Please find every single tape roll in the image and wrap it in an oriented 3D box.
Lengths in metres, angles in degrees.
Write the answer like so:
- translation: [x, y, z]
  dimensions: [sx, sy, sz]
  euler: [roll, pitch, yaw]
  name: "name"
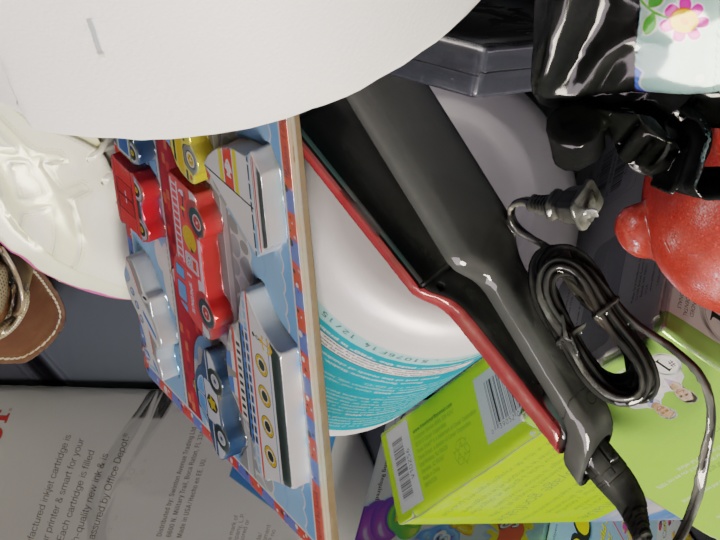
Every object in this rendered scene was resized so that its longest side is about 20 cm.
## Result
- translation: [-0.047, -0.134, 0.688]
  dimensions: [0.201, 0.203, 0.071]
  euler: [3, 141, 17]
  name: "tape roll"

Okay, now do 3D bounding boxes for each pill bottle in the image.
- translation: [0.000, 0.000, 0.897]
  dimensions: [0.110, 0.111, 0.200]
  euler: [24, 157, -10]
  name: "pill bottle"

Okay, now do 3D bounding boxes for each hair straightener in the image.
- translation: [0.053, 0.005, 0.759]
  dimensions: [0.201, 0.041, 0.077]
  euler: [57, 137, 5]
  name: "hair straightener"

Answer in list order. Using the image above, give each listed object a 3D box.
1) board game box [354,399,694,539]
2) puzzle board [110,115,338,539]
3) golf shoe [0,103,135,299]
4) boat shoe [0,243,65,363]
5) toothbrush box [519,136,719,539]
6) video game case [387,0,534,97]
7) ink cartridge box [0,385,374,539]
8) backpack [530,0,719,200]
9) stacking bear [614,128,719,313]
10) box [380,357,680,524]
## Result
- translation: [0.092, 0.156, 1.083]
  dimensions: [0.102, 0.105, 0.200]
  euler: [-10, 135, 31]
  name: "board game box"
- translation: [-0.058, -0.007, 0.858]
  dimensions: [0.151, 0.017, 0.201]
  euler: [42, 145, 48]
  name: "puzzle board"
- translation: [-0.123, -0.061, 0.919]
  dimensions: [0.091, 0.076, 0.200]
  euler: [-23, 129, 36]
  name: "golf shoe"
- translation: [-0.176, 0.006, 0.972]
  dimensions: [0.072, 0.076, 0.200]
  euler: [43, -179, 27]
  name: "boat shoe"
- translation: [0.171, 0.030, 0.858]
  dimensions: [0.199, 0.146, 0.086]
  euler: [30, 141, -19]
  name: "toothbrush box"
- translation: [-0.014, -0.090, 0.758]
  dimensions: [0.199, 0.143, 0.019]
  euler: [16, 105, 28]
  name: "video game case"
- translation: [-0.105, 0.137, 1.098]
  dimensions: [0.198, 0.147, 0.086]
  euler: [0, 142, 22]
  name: "ink cartridge box"
- translation: [0.153, -0.098, 0.643]
  dimensions: [0.198, 0.167, 0.128]
  euler: [3, 120, 12]
  name: "backpack"
- translation: [0.181, -0.003, 0.752]
  dimensions: [0.199, 0.115, 0.121]
  euler: [20, 145, -22]
  name: "stacking bear"
- translation: [0.124, 0.065, 0.949]
  dimensions: [0.199, 0.048, 0.122]
  euler: [3, 153, -33]
  name: "box"
